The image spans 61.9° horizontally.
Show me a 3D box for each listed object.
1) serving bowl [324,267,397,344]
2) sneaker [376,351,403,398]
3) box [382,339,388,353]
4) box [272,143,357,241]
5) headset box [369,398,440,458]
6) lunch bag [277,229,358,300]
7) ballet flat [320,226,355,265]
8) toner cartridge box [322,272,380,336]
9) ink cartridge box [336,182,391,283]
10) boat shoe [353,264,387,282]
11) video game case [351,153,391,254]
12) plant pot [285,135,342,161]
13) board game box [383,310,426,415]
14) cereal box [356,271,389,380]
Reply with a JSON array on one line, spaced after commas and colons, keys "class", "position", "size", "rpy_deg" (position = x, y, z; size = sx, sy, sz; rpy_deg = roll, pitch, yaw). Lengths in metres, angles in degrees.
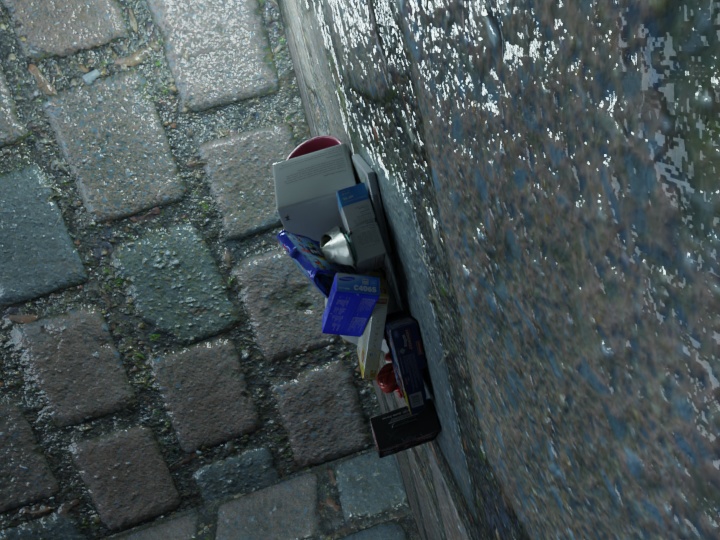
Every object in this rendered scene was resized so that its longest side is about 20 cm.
[{"class": "serving bowl", "position": [-0.008, 0.099, 1.488], "size": [0.066, 0.195, 0.206], "rpy_deg": [-38, -63, -58]}, {"class": "sneaker", "position": [0.103, 0.282, 1.510], "size": [0.118, 0.077, 0.200], "rpy_deg": [65, -160, -11]}, {"class": "box", "position": [0.008, 0.147, 1.633], "size": [0.197, 0.037, 0.146], "rpy_deg": [23, 154, 36]}, {"class": "box", "position": [-0.095, -0.161, 1.478], "size": [0.203, 0.193, 0.174], "rpy_deg": [73, -177, -48]}, {"class": "headset box", "position": [0.100, 0.363, 1.374], "size": [0.201, 0.145, 0.077], "rpy_deg": [82, 170, -68]}, {"class": "lunch bag", "position": [-0.099, -0.009, 1.326], "size": [0.151, 0.095, 0.199], "rpy_deg": [46, -171, 34]}, {"class": "ballet flat", "position": [-0.053, -0.048, 1.284], "size": [0.200, 0.068, 0.071], "rpy_deg": [-120, 14, -73]}, {"class": "toner cartridge box", "position": [-0.024, 0.078, 1.283], "size": [0.201, 0.092, 0.044], "rpy_deg": [112, 160, -57]}, {"class": "ink cartridge box", "position": [0.007, -0.069, 1.302], "size": [0.116, 0.066, 0.205], "rpy_deg": [89, 164, -76]}, {"class": "boat shoe", "position": [0.000, -0.001, 1.556], "size": [0.066, 0.072, 0.200], "rpy_deg": [48, 171, -30]}, {"class": "video game case", "position": [0.023, -0.155, 1.364], "size": [0.201, 0.021, 0.187], "rpy_deg": [-114, 10, -67]}, {"class": "plant pot", "position": [-0.098, -0.240, 1.680], "size": [0.180, 0.196, 0.203], "rpy_deg": [56, -169, -50]}, {"class": "board game box", "position": [0.096, 0.178, 1.338], "size": [0.200, 0.060, 0.205], "rpy_deg": [-115, 10, -72]}, {"class": "cereal box", "position": [0.027, 0.122, 1.359], "size": [0.144, 0.038, 0.206], "rpy_deg": [-104, 21, -69]}]
